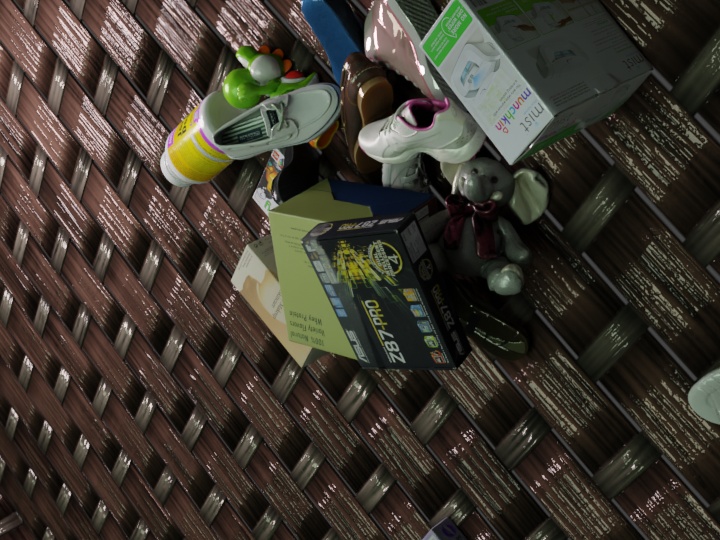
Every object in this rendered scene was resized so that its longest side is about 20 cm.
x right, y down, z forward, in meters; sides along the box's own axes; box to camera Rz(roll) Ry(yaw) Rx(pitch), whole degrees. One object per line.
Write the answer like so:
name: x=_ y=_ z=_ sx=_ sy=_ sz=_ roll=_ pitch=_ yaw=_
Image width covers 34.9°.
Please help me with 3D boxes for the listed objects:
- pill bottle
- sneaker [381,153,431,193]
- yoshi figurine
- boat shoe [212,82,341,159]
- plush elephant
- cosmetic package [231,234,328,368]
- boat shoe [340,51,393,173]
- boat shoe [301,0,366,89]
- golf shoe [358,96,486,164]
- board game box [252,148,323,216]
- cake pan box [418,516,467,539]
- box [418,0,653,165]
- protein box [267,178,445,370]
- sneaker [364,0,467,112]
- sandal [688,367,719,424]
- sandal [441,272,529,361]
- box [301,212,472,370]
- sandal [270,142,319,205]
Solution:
pill bottle: x=-0.254 y=-0.207 z=1.875 sx=0.199 sy=0.104 sz=0.105 roll=-31 pitch=87 yaw=50
sneaker: x=0.072 y=-0.128 z=1.605 sx=0.081 sy=0.075 sz=0.201 roll=21 pitch=129 yaw=8
yoshi figurine: x=-0.133 y=-0.253 z=1.720 sx=0.200 sy=0.111 sz=0.113 roll=45 pitch=144 yaw=26
boat shoe: x=-0.116 y=-0.206 z=1.613 sx=0.199 sy=0.067 sz=0.074 roll=-26 pitch=80 yaw=19
plush elephant: x=0.151 y=-0.073 z=1.464 sx=0.163 sy=0.200 sz=0.157 roll=10 pitch=108 yaw=18
cosmetic package: x=-0.118 y=0.048 z=1.888 sx=0.200 sy=0.071 sz=0.106 roll=48 pitch=138 yaw=18
boat shoe: x=0.008 y=-0.216 z=1.571 sx=0.071 sy=0.070 sz=0.201 roll=53 pitch=159 yaw=26
boat shoe: x=-0.005 y=-0.311 z=1.569 sx=0.083 sy=0.069 sz=0.201 roll=1 pitch=134 yaw=32
golf shoe: x=0.066 y=-0.186 z=1.460 sx=0.199 sy=0.076 sz=0.092 roll=3 pitch=148 yaw=42
board game box: x=-0.083 y=-0.090 z=1.804 sx=0.200 sy=0.034 sz=0.127 roll=49 pitch=139 yaw=17
cake pan box: x=0.152 y=0.523 z=1.866 sx=0.200 sy=0.052 sz=0.185 roll=47 pitch=136 yaw=19
box: x=0.200 y=-0.240 z=1.285 sx=0.177 sy=0.199 sz=0.097 roll=53 pitch=140 yaw=10
protein box: x=0.000 y=0.000 z=1.578 sx=0.197 sy=0.135 sz=0.202 roll=12 pitch=121 yaw=37
sneaker: x=0.072 y=-0.277 z=1.506 sx=0.105 sy=0.075 sz=0.202 roll=-38 pitch=78 yaw=52
sandal: x=0.469 y=0.118 z=1.305 sx=0.202 sy=0.050 sz=0.083 roll=-33 pitch=100 yaw=38
sandal: x=0.157 y=0.048 z=1.608 sx=0.199 sy=0.055 sz=0.082 roll=33 pitch=133 yaw=12
box: x=0.033 y=0.029 z=1.415 sx=0.160 sy=0.049 sz=0.201 roll=-1 pitch=122 yaw=43
sandal: x=-0.098 y=-0.128 z=1.690 sx=0.075 sy=0.201 sz=0.048 roll=42 pitch=116 yaw=-17
